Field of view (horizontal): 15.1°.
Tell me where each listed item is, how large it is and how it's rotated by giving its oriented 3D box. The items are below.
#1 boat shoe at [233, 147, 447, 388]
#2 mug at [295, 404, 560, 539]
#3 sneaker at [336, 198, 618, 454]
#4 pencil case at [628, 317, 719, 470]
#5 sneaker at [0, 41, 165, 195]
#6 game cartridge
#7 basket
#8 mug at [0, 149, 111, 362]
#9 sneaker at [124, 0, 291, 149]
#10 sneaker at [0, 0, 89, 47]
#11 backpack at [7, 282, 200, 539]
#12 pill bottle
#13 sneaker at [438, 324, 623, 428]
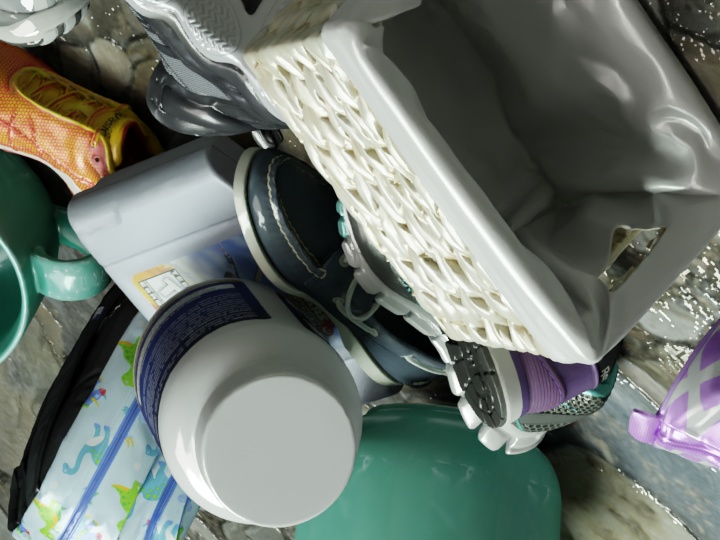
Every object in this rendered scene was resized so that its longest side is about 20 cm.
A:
[{"bbox_3d":[0.000,0.000,1.497,0.062,0.075,0.200,-3,139,35],"label":"boat shoe"},{"bbox_3d":[0.042,0.147,1.585,0.151,0.115,0.185,5,165,8],"label":"mug"},{"bbox_3d":[0.068,0.007,1.447,0.091,0.078,0.200,-17,121,42],"label":"sneaker"},{"bbox_3d":[0.235,0.102,1.317,0.200,0.086,0.084,33,154,22],"label":"pencil case"},{"bbox_3d":[-0.171,-0.089,1.639,0.200,0.073,0.077,37,139,-3],"label":"sneaker"},{"bbox_3d":[-0.066,0.011,1.602,0.133,0.042,0.200,-17,123,38],"label":"game cartridge"},{"bbox_3d":[0.059,-0.070,1.252,0.200,0.136,0.123,53,154,-18],"label":"basket"},{"bbox_3d":[-0.262,-0.011,1.789,0.184,0.115,0.152,30,122,-6],"label":"mug"},{"bbox_3d":[-0.101,-0.138,1.435,0.200,0.076,0.114,43,152,-6],"label":"sneaker"},{"bbox_3d":[-0.226,-0.205,1.431,0.199,0.075,0.116,27,145,27],"label":"sneaker"},{"bbox_3d":[-0.143,0.100,1.714,0.154,0.200,0.163,44,153,-5],"label":"backpack"},{"bbox_3d":[-0.060,0.075,1.480,0.111,0.111,0.200,50,178,-15],"label":"pill bottle"},{"bbox_3d":[0.071,-0.028,1.382,0.076,0.087,0.201,171,80,-74],"label":"sneaker"}]
